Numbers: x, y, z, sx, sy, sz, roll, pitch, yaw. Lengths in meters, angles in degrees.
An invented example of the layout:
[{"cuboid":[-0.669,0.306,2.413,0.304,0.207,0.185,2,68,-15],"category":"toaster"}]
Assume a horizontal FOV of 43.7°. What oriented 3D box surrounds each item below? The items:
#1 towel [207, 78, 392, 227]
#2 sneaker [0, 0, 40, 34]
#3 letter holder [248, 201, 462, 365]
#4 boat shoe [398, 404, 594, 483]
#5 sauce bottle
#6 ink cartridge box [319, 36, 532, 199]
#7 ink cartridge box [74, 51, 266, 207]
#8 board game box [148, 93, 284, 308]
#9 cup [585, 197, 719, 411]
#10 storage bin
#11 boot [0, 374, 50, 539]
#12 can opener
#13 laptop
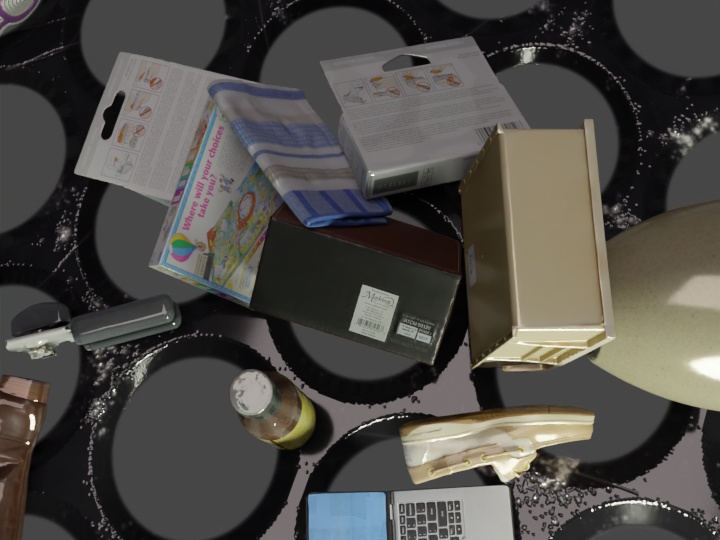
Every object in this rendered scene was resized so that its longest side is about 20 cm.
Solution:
[{"cuboid":[-0.061,-0.125,0.938,0.024,0.146,0.201,-49,65,30],"category":"towel"},{"cuboid":[-0.483,-0.310,1.110,0.200,0.075,0.100,-43,56,-6],"category":"sneaker"},{"cuboid":[0.000,0.000,0.951,0.196,0.142,0.102,17,109,1],"category":"letter holder"},{"cuboid":[0.139,0.178,0.906,0.196,0.074,0.071,-7,86,6],"category":"boat shoe"},{"cuboid":[-0.084,0.134,0.870,0.063,0.200,0.066,-1,73,4],"category":"sauce bottle"},{"cuboid":[0.068,-0.173,0.986,0.196,0.044,0.175,-13,54,-16],"category":"ink cartridge box"},{"cuboid":[-0.213,-0.155,1.043,0.196,0.047,0.163,15,78,12],"category":"ink cartridge box"},{"cuboid":[-0.133,-0.075,0.976,0.133,0.034,0.204,25,75,-30],"category":"board game box"},{"cuboid":[0.286,0.033,0.848,0.140,0.201,0.205,-1,75,1],"category":"cup"},{"cuboid":[0.162,-0.013,0.884,0.092,0.199,0.204,-1,75,-6],"category":"storage bin"},{"cuboid":[-0.437,0.208,0.965,0.182,0.064,0.204,8,81,7],"category":"boot"},{"cuboid":[-0.298,0.056,0.991,0.196,0.053,0.068,-10,73,3],"category":"can opener"},{"cuboid":[0.056,0.305,0.853,0.195,0.116,0.191,-4,75,5],"category":"laptop"}]
